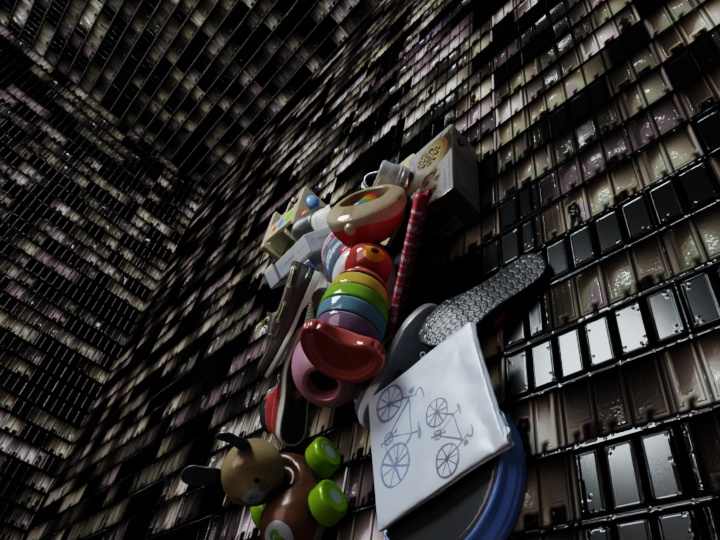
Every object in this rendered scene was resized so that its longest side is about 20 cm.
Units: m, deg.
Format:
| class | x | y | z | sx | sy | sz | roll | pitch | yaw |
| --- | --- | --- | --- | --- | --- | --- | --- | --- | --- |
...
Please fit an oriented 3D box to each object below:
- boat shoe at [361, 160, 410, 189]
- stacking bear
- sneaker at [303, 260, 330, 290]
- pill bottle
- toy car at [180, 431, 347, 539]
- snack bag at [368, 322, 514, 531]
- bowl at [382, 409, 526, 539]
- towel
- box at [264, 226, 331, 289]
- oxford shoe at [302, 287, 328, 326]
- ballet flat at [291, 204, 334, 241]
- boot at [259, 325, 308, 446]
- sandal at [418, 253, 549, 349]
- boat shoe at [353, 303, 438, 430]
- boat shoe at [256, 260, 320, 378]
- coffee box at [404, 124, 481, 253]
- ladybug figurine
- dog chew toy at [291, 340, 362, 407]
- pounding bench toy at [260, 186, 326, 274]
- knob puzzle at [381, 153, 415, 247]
| class | x | y | z | sx | sy | sz | roll | pitch | yaw |
| --- | --- | --- | --- | --- | --- | --- | --- | --- | --- |
| boat shoe | 0.036 | -0.166 | 1.084 | 0.074 | 0.067 | 0.200 | -66 | 10 | -6 |
| stacking bear | -0.004 | 0.044 | 0.805 | 0.115 | 0.117 | 0.204 | 105 | -177 | -52 |
| sneaker | -0.077 | 0.047 | 1.130 | 0.081 | 0.115 | 0.199 | -48 | -4 | 3 |
| pill bottle | 0.000 | 0.000 | 0.994 | 0.120 | 0.119 | 0.200 | -49 | 23 | 6 |
| toy car | -0.143 | 0.301 | 0.772 | 0.164 | 0.198 | 0.159 | -45 | 25 | 14 |
| snack bag | 0.083 | 0.175 | 0.653 | 0.199 | 0.021 | 0.191 | -43 | 27 | 23 |
| bowl | 0.095 | 0.235 | 0.627 | 0.199 | 0.039 | 0.204 | -41 | 28 | 26 |
| towel | 0.076 | -0.021 | 0.843 | 0.145 | 0.022 | 0.208 | -44 | -34 | -75 |
| box | -0.101 | -0.036 | 1.188 | 0.153 | 0.042 | 0.199 | -24 | -8 | -40 |
| oxford shoe | -0.081 | 0.122 | 1.042 | 0.075 | 0.056 | 0.205 | 43 | 121 | 37 |
| ballet flat | -0.061 | -0.116 | 1.212 | 0.196 | 0.070 | 0.068 | -24 | 1 | -35 |
| boot | -0.133 | 0.199 | 1.004 | 0.143 | 0.070 | 0.208 | -5 | 70 | 62 |
| sandal | 0.168 | 0.053 | 0.739 | 0.196 | 0.045 | 0.076 | -33 | 34 | 10 |
| boat shoe | 0.052 | 0.134 | 0.809 | 0.205 | 0.069 | 0.066 | -62 | 26 | -1 |
| boat shoe | -0.137 | 0.084 | 0.970 | 0.207 | 0.059 | 0.072 | -65 | 5 | -11 |
| coffee box | 0.145 | -0.148 | 0.979 | 0.112 | 0.079 | 0.204 | -35 | 30 | 35 |
| ladybug figurine | 0.015 | -0.089 | 0.933 | 0.131 | 0.074 | 0.200 | -6 | 20 | 26 |
| dog chew toy | -0.040 | 0.130 | 0.912 | 0.124 | 0.125 | 0.201 | -40 | 11 | 24 |
| pounding bench toy | -0.148 | -0.072 | 1.349 | 0.154 | 0.123 | 0.204 | -31 | 32 | 37 |
| knob puzzle | 0.073 | -0.144 | 1.142 | 0.220 | 0.030 | 0.224 | -47 | 26 | 31 |
